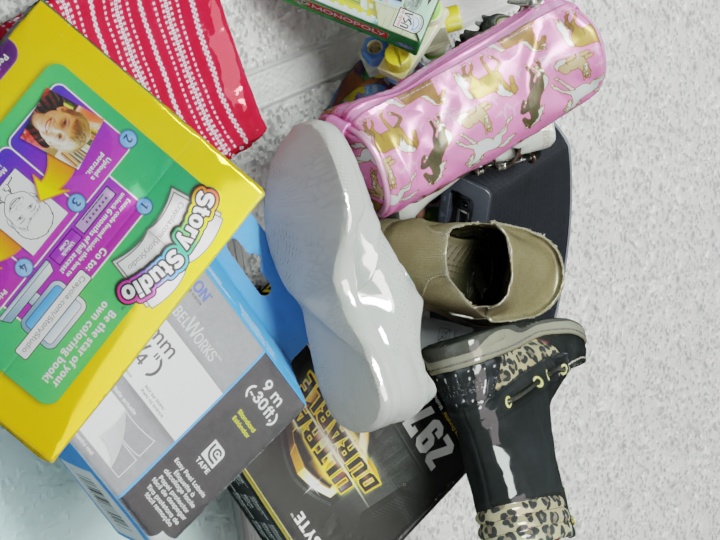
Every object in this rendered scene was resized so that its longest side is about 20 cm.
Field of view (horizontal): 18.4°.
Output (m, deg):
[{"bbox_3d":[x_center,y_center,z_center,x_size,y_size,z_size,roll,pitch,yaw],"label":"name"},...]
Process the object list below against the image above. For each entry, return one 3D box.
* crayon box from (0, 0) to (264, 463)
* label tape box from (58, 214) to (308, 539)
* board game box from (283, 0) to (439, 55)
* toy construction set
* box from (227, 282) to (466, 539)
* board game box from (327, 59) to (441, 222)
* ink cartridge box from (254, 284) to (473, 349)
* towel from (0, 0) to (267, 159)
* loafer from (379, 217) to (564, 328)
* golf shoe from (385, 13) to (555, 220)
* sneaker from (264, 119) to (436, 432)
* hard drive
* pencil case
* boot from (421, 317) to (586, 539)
[{"bbox_3d":[-0.183,-0.022,1.273,0.172,0.058,0.200,41,79,-13],"label":"crayon box"},{"bbox_3d":[-0.108,0.051,1.382,0.200,0.063,0.144,-45,117,-19],"label":"label tape box"},{"bbox_3d":[0.014,-0.260,1.495,0.029,0.134,0.201,107,5,-76],"label":"board game box"},{"bbox_3d":[0.069,-0.217,1.551,0.199,0.131,0.092,-28,155,-20],"label":"toy construction set"},{"bbox_3d":[-0.023,0.104,1.517,0.160,0.049,0.200,-44,118,-27],"label":"box"},{"bbox_3d":[0.044,-0.067,1.627,0.200,0.039,0.159,40,68,-45],"label":"board game box"},{"bbox_3d":[-0.013,0.071,1.574,0.199,0.039,0.100,13,88,-38],"label":"ink cartridge box"},{"bbox_3d":[-0.140,-0.113,1.386,0.200,0.022,0.145,-36,112,-49],"label":"towel"},{"bbox_3d":[0.084,0.003,1.539,0.200,0.067,0.076,3,90,-49],"label":"loafer"},{"bbox_3d":[0.084,-0.100,1.556,0.200,0.094,0.078,-53,155,-30],"label":"golf shoe"},{"bbox_3d":[0.000,0.000,1.434,0.088,0.075,0.201,-14,91,-47],"label":"sneaker"},{"bbox_3d":[0.107,-0.007,1.674,0.135,0.042,0.201,-33,137,-40],"label":"hard drive"},{"bbox_3d":[0.067,-0.111,1.480,0.200,0.083,0.087,-32,91,-19],"label":"pencil case"},{"bbox_3d":[0.117,0.116,1.569,0.203,0.073,0.154,-2,76,-62],"label":"boot"}]
